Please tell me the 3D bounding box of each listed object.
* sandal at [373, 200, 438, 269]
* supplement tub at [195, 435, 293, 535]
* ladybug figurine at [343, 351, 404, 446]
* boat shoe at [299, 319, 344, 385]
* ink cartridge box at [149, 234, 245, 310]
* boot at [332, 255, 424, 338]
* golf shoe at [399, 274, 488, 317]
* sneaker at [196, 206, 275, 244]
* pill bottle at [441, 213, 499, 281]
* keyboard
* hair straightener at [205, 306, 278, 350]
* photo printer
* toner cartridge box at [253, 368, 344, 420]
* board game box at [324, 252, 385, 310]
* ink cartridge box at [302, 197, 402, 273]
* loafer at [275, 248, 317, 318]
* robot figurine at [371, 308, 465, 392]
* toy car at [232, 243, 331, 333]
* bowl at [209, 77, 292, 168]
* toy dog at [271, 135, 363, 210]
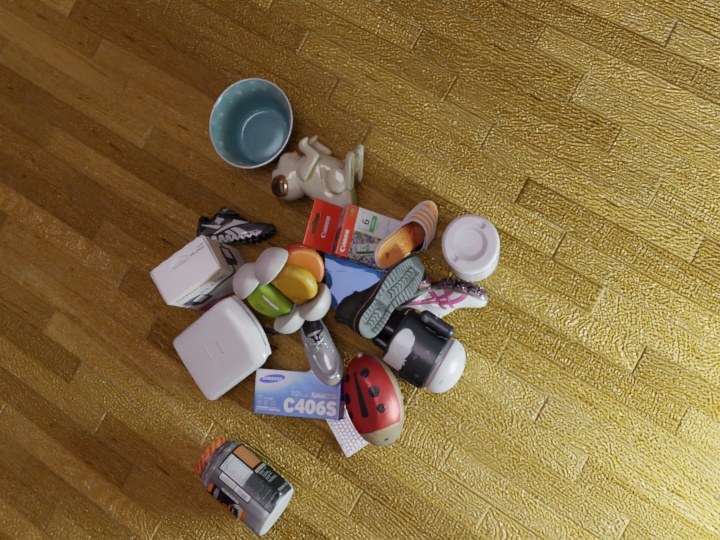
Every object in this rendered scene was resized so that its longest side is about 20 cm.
[{"bbox_3d":[0.113,-0.068,1.452,0.206,0.058,0.081,-43,120,-30],"label":"sandal"},{"bbox_3d":[-0.250,0.454,1.481,0.198,0.122,0.124,35,91,14],"label":"supplement tub"},{"bbox_3d":[0.019,0.273,1.456,0.133,0.071,0.205,-21,84,29],"label":"ladybug figurine"},{"bbox_3d":[-0.091,0.148,1.486,0.070,0.069,0.204,-19,61,0],"label":"boat shoe"},{"bbox_3d":[-0.342,0.010,1.512,0.143,0.200,0.086,-34,78,6],"label":"ink cartridge box"},{"bbox_3d":[0.030,0.041,1.446,0.200,0.137,0.078,-45,115,-18],"label":"boot"},{"bbox_3d":[0.173,0.062,1.472,0.194,0.072,0.095,7,104,19],"label":"golf shoe"},{"bbox_3d":[-0.291,-0.103,1.583,0.194,0.066,0.093,-7,84,13],"label":"sneaker"},{"bbox_3d":[0.224,-0.039,1.400,0.110,0.200,0.117,-1,83,11],"label":"pill bottle"},{"bbox_3d":[-0.056,0.303,1.516,0.056,0.011,0.203,-32,78,6],"label":"keyboard"},{"bbox_3d":[-0.271,0.121,1.572,0.195,0.041,0.079,12,86,17],"label":"hair straightener"},{"bbox_3d":[-0.298,0.165,1.521,0.198,0.069,0.169,-35,87,22],"label":"photo printer"},{"bbox_3d":[-0.133,0.269,1.508,0.194,0.043,0.098,2,81,12],"label":"toner cartridge box"},{"bbox_3d":[0.000,0.000,1.526,0.153,0.039,0.207,-3,83,1],"label":"board game box"},{"bbox_3d":[-0.014,-0.076,1.464,0.195,0.050,0.112,18,82,-14],"label":"ink cartridge box"},{"bbox_3d":[-0.154,0.011,1.540,0.069,0.070,0.204,28,90,5],"label":"loafer"},{"bbox_3d":[0.124,0.163,1.437,0.197,0.151,0.126,32,76,10],"label":"robot figurine"},{"bbox_3d":[-0.152,0.019,1.432,0.174,0.152,0.198,41,136,-22],"label":"toy car"},{"bbox_3d":[-0.233,-0.319,1.577,0.195,0.105,0.207,-2,83,12],"label":"bowl"},{"bbox_3d":[-0.100,-0.203,1.536,0.194,0.140,0.199,7,118,11],"label":"toy dog"}]
